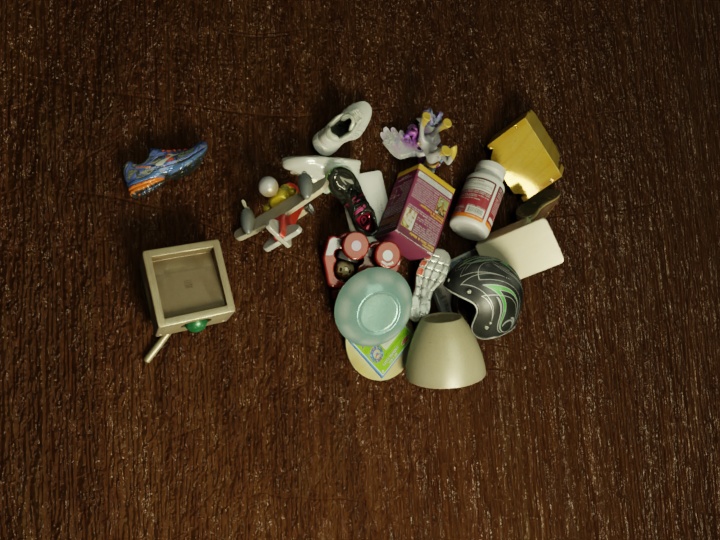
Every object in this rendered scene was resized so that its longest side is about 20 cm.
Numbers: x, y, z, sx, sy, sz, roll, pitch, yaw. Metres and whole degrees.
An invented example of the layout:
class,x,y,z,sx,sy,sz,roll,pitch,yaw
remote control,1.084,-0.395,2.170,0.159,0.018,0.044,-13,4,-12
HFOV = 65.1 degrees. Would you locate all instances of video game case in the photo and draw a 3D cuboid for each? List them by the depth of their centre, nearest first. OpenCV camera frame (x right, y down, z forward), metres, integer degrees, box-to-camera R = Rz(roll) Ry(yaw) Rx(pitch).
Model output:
class,x,y,z,sx,sy,sz,roll,pitch,yaw
video game case,0.280,0.035,1.548,0.198,0.018,0.145,-24,95,-26

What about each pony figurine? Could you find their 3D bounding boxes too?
class,x,y,z,sx,sy,sz,roll,pitch,yaw
pony figurine,0.166,-0.327,1.456,0.165,0.200,0.195,-25,80,-19

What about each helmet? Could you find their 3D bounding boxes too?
class,x,y,z,sx,sy,sz,roll,pitch,yaw
helmet,0.314,0.057,1.440,0.198,0.199,0.193,-22,112,-26

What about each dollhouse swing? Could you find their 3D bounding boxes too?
class,x,y,z,sx,sy,sz,roll,pitch,yaw
dollhouse swing,0.489,-0.351,1.681,0.181,0.176,0.201,-35,103,18

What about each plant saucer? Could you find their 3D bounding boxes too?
class,x,y,z,sx,sy,sz,roll,pitch,yaw
plant saucer,0.038,0.094,1.328,0.198,0.039,0.204,-6,110,-17

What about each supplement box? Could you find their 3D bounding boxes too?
class,x,y,z,sx,sy,sz,roll,pitch,yaw
supplement box,0.141,-0.147,1.444,0.130,0.103,0.202,31,68,-25

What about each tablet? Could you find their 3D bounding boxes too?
class,x,y,z,sx,sy,sz,roll,pitch,yaw
tablet,0.021,-0.149,1.445,0.129,0.014,0.203,-15,91,-26

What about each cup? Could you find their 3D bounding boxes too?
class,x,y,z,sx,sy,sz,roll,pitch,yaw
cup,0.202,0.184,1.381,0.198,0.200,0.145,-11,101,-26

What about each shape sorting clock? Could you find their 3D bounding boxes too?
class,x,y,z,sx,sy,sz,roll,pitch,yaw
shape sorting clock,0.049,0.172,1.410,0.197,0.039,0.203,4,81,-25

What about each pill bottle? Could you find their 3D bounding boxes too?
class,x,y,z,sx,sy,sz,roll,pitch,yaw
pill bottle,0.326,-0.194,1.542,0.112,0.113,0.202,30,73,-20

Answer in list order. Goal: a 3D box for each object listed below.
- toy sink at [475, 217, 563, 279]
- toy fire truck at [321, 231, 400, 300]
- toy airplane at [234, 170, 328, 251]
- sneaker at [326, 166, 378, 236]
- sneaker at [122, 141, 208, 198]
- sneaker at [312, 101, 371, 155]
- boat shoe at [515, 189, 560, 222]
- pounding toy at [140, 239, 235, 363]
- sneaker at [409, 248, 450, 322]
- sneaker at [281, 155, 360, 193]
class,x,y,z,sx,sy,sz,roll,pitch,yaw
toy sink,0.433,-0.059,1.524,0.132,0.198,0.112,62,27,-7
toy fire truck,0.000,0.000,1.364,0.197,0.112,0.170,15,89,-15
toy airplane,-0.181,-0.138,1.244,0.200,0.198,0.142,-43,113,-21
sneaker,-0.009,-0.166,1.356,0.077,0.084,0.201,-39,116,-7
sneaker,-0.418,-0.235,1.210,0.199,0.075,0.079,-34,96,-26
sneaker,-0.027,-0.361,1.390,0.078,0.099,0.200,47,61,-10
boat shoe,0.522,-0.179,1.667,0.199,0.072,0.068,-36,133,-32
pounding toy,-0.375,0.065,1.180,0.182,0.142,0.203,-11,79,-27
sneaker,0.167,0.037,1.460,0.076,0.082,0.202,27,83,1
sneaker,-0.095,-0.233,1.369,0.197,0.075,0.090,1,104,-19
